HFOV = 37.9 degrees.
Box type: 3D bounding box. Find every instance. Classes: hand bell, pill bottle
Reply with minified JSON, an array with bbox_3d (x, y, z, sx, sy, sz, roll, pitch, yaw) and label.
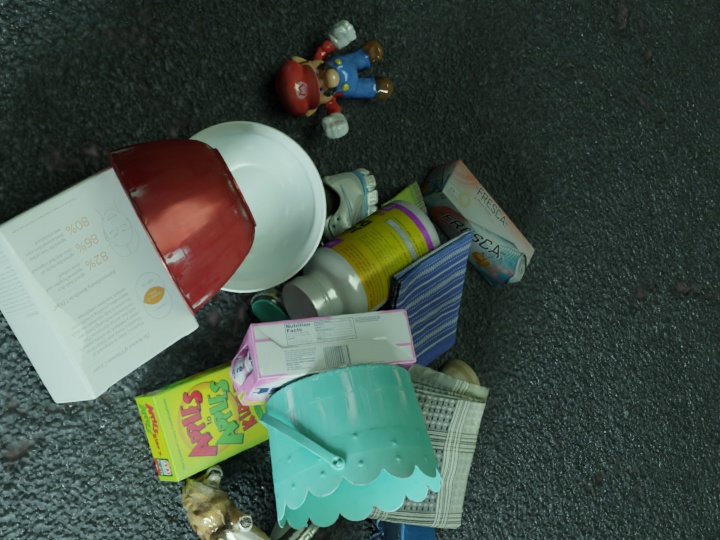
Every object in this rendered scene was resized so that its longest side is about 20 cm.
[{"bbox_3d":[0.059,0.183,1.406,0.198,0.104,0.106,-5,86,-38],"label":"hand bell"},{"bbox_3d":[0.000,0.000,1.302,0.199,0.104,0.105,-34,104,-31],"label":"pill bottle"}]

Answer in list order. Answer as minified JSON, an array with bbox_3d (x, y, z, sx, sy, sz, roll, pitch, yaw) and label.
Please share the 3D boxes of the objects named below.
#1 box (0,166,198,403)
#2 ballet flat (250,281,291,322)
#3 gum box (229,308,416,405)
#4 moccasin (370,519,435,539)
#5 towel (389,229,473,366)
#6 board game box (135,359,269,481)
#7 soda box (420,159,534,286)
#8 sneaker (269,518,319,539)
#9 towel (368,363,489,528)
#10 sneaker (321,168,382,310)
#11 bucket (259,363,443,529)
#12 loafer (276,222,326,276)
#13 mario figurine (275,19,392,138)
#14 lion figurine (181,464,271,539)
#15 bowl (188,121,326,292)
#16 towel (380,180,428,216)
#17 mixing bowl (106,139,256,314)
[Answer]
[{"bbox_3d":[-0.299,0.017,1.131,0.152,0.106,0.202,-35,105,-38],"label":"box"},{"bbox_3d":[-0.061,0.087,1.345,0.201,0.072,0.072,53,55,-22],"label":"ballet flat"},{"bbox_3d":[-0.048,0.103,1.217,0.197,0.114,0.067,-4,68,-19],"label":"gum box"},{"bbox_3d":[0.051,0.320,1.401,0.080,0.068,0.203,-8,89,-47],"label":"moccasin"},{"bbox_3d":[0.087,0.056,1.352,0.144,0.024,0.202,-31,143,-34],"label":"towel"},{"bbox_3d":[-0.161,0.166,1.260,0.199,0.047,0.103,-20,96,-40],"label":"board game box"},{"bbox_3d":[0.172,-0.069,1.560,0.200,0.063,0.069,46,58,-24],"label":"soda box"},{"bbox_3d":[-0.072,0.268,1.313,0.080,0.074,0.201,42,53,-14],"label":"sneaker"},{"bbox_3d":[0.081,0.226,1.349,0.191,0.034,0.203,17,83,-34],"label":"towel"},{"bbox_3d":[-0.018,-0.036,1.403,0.086,0.075,0.203,-4,78,-33],"label":"sneaker"},{"bbox_3d":[-0.014,0.201,1.194,0.205,0.207,0.136,6,60,-38],"label":"bucket"},{"bbox_3d":[-0.089,-0.057,1.348,0.070,0.068,0.203,-16,98,-19],"label":"loafer"},{"bbox_3d":[-0.025,-0.254,1.395,0.124,0.106,0.199,46,41,17],"label":"mario figurine"},{"bbox_3d":[-0.123,0.313,1.206,0.200,0.122,0.073,47,76,-12],"label":"lion figurine"},{"bbox_3d":[-0.137,-0.079,1.265,0.198,0.090,0.204,0,99,3],"label":"bowl"},{"bbox_3d":[0.084,-0.015,1.470,0.144,0.023,0.202,-41,114,-64],"label":"towel"},{"bbox_3d":[-0.181,-0.064,1.138,0.107,0.200,0.202,-27,102,-7],"label":"mixing bowl"}]
